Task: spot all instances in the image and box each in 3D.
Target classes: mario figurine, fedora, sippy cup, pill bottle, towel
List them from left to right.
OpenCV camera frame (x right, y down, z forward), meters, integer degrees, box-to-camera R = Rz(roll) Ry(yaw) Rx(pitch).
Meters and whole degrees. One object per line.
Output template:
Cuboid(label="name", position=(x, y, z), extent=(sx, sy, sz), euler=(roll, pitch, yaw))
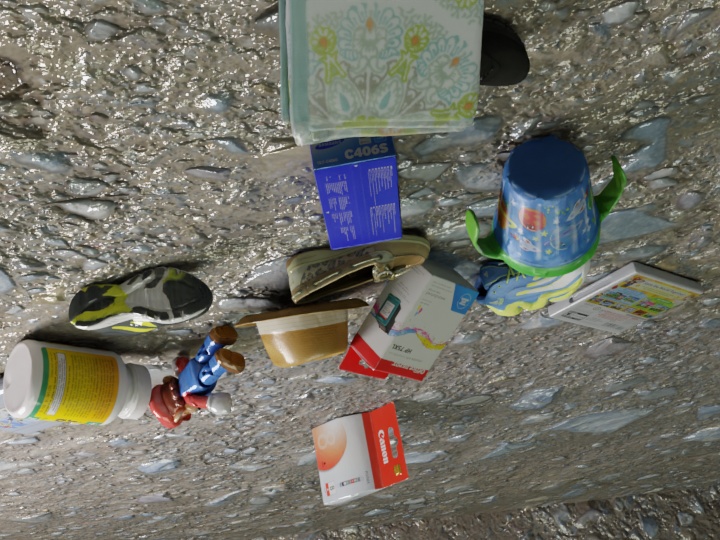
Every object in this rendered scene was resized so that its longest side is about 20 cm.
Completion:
Cuboid(label="pill bottle", position=(-0.419, 0.172, 1.469), extent=(0.198, 0.114, 0.112), euler=(13, 147, -41))
Cuboid(label="mario figurine", position=(-0.245, 0.174, 1.524), extent=(0.106, 0.124, 0.200), euler=(40, 119, -13))
Cuboid(label="fedora", position=(-0.079, 0.090, 1.395), extent=(0.197, 0.083, 0.201), euler=(-9, 178, 0))
Cuboid(label="towel", position=(0.018, -0.206, 0.810), extent=(0.169, 0.048, 0.203), euler=(-6, 115, -14))
Cuboid(label="sippy cup", position=(0.221, -0.084, 1.168), extent=(0.139, 0.178, 0.131), euler=(28, 155, 26))

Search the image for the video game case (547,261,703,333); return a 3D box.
Cuboid(label="video game case", position=(0.442, 0.049, 1.637), extent=(0.198, 0.023, 0.181), euler=(14, 146, -39))

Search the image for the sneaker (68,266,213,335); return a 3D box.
Cuboid(label="sneaker", position=(-0.288, 0.046, 1.320), extent=(0.197, 0.076, 0.085), euler=(-5, 162, 11))

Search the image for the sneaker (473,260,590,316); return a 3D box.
Cuboid(label="sneaker", position=(0.238, 0.014, 1.426), extent=(0.104, 0.077, 0.200), euler=(9, 150, -33))

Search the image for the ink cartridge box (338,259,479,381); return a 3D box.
Cuboid(label="ink cartridge box", position=(0.067, 0.085, 1.406), extent=(0.115, 0.067, 0.201), euler=(18, 109, -45))

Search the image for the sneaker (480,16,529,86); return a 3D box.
Cuboid(label="sneaker", position=(0.079, -0.192, 0.921), extent=(0.197, 0.092, 0.076), euler=(4, 150, -29))

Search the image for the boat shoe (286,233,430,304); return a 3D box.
Cuboid(label="boat shoe", position=(0.000, 0.000, 1.323), extent=(0.197, 0.064, 0.073), euler=(-12, 155, 5))

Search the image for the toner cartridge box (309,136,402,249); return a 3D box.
Cuboid(label="toner cartridge box", position=(-0.002, -0.093, 1.152), extent=(0.093, 0.044, 0.201), euler=(-11, 155, -1))

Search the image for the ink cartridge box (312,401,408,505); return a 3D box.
Cuboid(label="ink cartridge box", position=(-0.004, 0.369, 1.974), extent=(0.199, 0.164, 0.050), euler=(-29, 151, 36))

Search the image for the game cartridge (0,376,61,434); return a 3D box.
Cuboid(label="game cartridge", position=(-0.569, 0.225, 1.619), extent=(0.132, 0.042, 0.200), euler=(-22, 153, 15))
